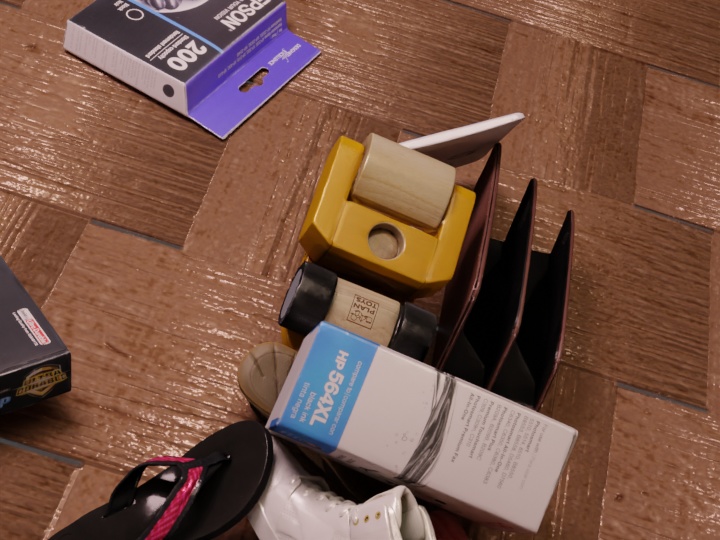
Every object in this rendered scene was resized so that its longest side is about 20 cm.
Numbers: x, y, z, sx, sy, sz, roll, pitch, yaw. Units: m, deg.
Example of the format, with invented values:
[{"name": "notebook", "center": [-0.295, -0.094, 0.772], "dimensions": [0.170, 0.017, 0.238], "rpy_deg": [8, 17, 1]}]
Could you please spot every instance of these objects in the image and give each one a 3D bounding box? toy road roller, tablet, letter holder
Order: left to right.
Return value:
[{"name": "toy road roller", "center": [0.000, 0.000, 1.184], "dimensions": [0.123, 0.146, 0.200], "rpy_deg": [22, 70, -10]}, {"name": "tablet", "center": [0.071, -0.106, 1.296], "dimensions": [0.130, 0.200, 0.014], "rpy_deg": [-15, 87, -7]}, {"name": "letter holder", "center": [0.137, 0.001, 1.252], "dimensions": [0.100, 0.142, 0.200], "rpy_deg": [16, 45, -2]}]

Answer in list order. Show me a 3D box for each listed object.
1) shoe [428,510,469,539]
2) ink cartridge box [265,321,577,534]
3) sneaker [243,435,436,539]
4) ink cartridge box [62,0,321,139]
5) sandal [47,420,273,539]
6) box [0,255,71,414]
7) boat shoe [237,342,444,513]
[{"name": "shoe", "center": [0.059, 0.267, 1.029], "dimensions": [0.091, 0.071, 0.200], "rpy_deg": [0, 56, -35]}, {"name": "ink cartridge box", "center": [0.040, 0.118, 1.037], "dimensions": [0.200, 0.146, 0.084], "rpy_deg": [24, 79, -3]}, {"name": "sneaker", "center": [-0.009, 0.175, 1.001], "dimensions": [0.074, 0.116, 0.200], "rpy_deg": [14, 37, -52]}, {"name": "ink cartridge box", "center": [-0.167, -0.242, 1.457], "dimensions": [0.200, 0.043, 0.198], "rpy_deg": [31, 46, 10]}, {"name": "sandal", "center": [-0.150, 0.170, 1.007], "dimensions": [0.200, 0.045, 0.075], "rpy_deg": [-31, 47, -1]}, {"name": "box", "center": [-0.341, 0.045, 1.109], "dimensions": [0.159, 0.046, 0.200], "rpy_deg": [-18, 45, -30]}, {"name": "boat shoe", "center": [-0.014, 0.132, 1.135], "dimensions": [0.200, 0.065, 0.073], "rpy_deg": [42, 76, 1]}]
